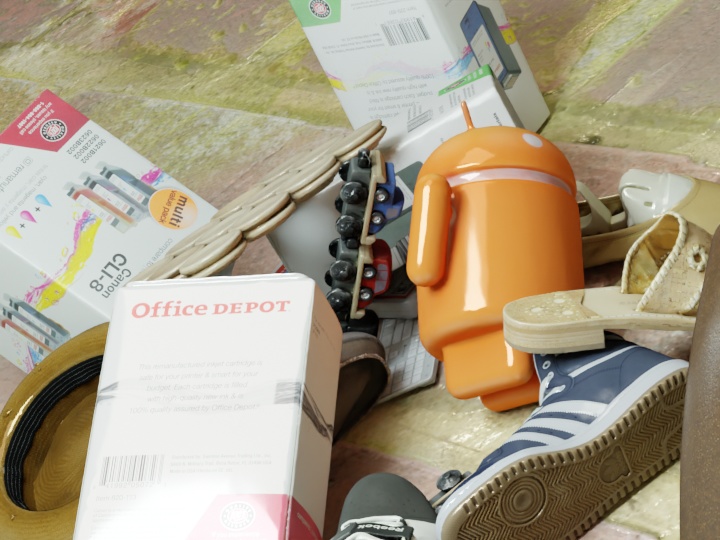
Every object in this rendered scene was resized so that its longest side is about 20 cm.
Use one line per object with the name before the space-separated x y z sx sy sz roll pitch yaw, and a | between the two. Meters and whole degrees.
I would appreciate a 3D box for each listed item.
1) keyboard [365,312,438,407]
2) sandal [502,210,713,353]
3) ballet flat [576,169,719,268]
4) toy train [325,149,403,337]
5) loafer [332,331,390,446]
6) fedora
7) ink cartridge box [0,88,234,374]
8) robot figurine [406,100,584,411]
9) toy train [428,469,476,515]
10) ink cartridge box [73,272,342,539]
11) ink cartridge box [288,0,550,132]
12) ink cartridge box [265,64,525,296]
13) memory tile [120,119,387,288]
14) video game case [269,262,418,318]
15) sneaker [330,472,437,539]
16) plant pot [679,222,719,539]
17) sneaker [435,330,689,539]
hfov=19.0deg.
keyboard | 0.040 0.033 1.607 0.056 0.011 0.201 -19 28 20
sandal | 0.191 -0.001 1.360 0.210 0.070 0.078 -10 22 -14
ballet flat | 0.179 -0.037 1.531 0.199 0.063 0.069 -16 27 25
toy train | 0.000 0.000 1.506 0.045 0.201 0.034 3 39 -6
loafer | -0.047 0.124 1.482 0.200 0.073 0.071 -41 48 -18
fedora | -0.183 0.132 1.546 0.199 0.082 0.202 -22 49 27
ink cartridge box | -0.216 -0.005 1.676 0.146 0.199 0.145 -51 -7 -36
robot figurine | 0.093 -0.011 1.453 0.142 0.202 0.117 3 -21 -12
toy train | 0.010 0.189 1.333 0.200 0.034 0.046 -38 31 -16
ink cartridge box | -0.095 0.112 1.401 0.145 0.083 0.202 -3 60 16
ink cartridge box | 0.046 -0.181 1.767 0.144 0.201 0.088 -4 32 42
ink cartridge box | 0.031 -0.063 1.610 0.199 0.084 0.146 -29 11 8
memory tile | -0.076 -0.039 1.524 0.200 0.017 0.153 -40 12 -32
video game case | 0.014 -0.015 1.693 0.199 0.018 0.143 0 40 50
sneaker | 0.012 0.177 1.256 0.073 0.089 0.201 -14 38 8
plant pot | 0.245 0.092 1.139 0.186 0.187 0.201 -3 50 42
sneaker | 0.114 0.106 1.332 0.199 0.071 0.108 -30 30 -17
